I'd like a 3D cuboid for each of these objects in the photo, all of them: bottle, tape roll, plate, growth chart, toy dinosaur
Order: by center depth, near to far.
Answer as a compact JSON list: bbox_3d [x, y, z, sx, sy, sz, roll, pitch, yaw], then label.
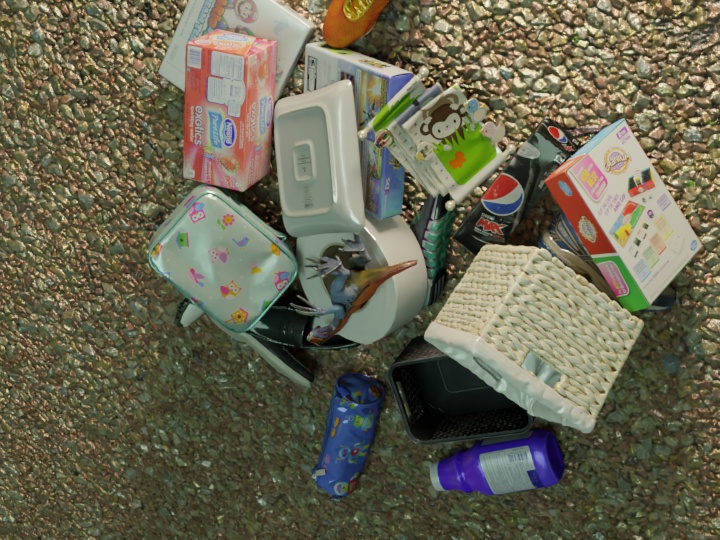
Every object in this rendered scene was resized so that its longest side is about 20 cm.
[{"bbox_3d":[0.107,-0.174,1.543,0.200,0.018,0.145,38,95,-30],"label":"growth chart"},{"bbox_3d":[-0.023,0.045,1.606,0.199,0.105,0.182,21,143,26],"label":"toy dinosaur"},{"bbox_3d":[-0.067,-0.148,1.609,0.199,0.032,0.202,-2,94,56],"label":"plate"},{"bbox_3d":[0.000,0.000,1.673,0.202,0.071,0.204,23,125,37],"label":"tape roll"},{"bbox_3d":[0.201,0.293,1.750,0.199,0.065,0.084,-16,104,29],"label":"bottle"}]

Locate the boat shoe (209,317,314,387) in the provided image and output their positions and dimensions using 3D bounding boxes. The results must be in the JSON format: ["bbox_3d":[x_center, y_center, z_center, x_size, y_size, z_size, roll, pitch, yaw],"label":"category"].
[{"bbox_3d":[-0.145,0.105,1.826,0.199,0.060,0.074,36,164,7],"label":"boat shoe"}]

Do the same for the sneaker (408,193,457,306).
[{"bbox_3d":[0.080,-0.047,1.657,0.087,0.074,0.202,18,118,21],"label":"sneaker"}]

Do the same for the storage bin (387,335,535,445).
[{"bbox_3d":[0.156,0.164,1.700,0.199,0.094,0.136,-11,107,28],"label":"storage bin"}]

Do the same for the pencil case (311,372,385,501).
[{"bbox_3d":[-0.023,0.258,1.824,0.078,0.086,0.201,42,127,42],"label":"pencil case"}]

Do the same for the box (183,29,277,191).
[{"bbox_3d":[-0.184,-0.227,1.656,0.102,0.095,0.202,14,117,18],"label":"box"}]

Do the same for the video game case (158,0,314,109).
[{"bbox_3d":[-0.182,-0.317,1.684,0.181,0.024,0.201,35,121,6],"label":"video game case"}]

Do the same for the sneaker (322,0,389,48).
[{"bbox_3d":[0.011,-0.372,1.543,0.073,0.077,0.200,47,121,3],"label":"sneaker"}]

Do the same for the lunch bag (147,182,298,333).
[{"bbox_3d":[-0.193,-0.019,1.688,0.200,0.077,0.161,40,93,-19],"label":"lunch bag"}]

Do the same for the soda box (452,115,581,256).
[{"bbox_3d":[0.208,-0.107,1.572,0.063,0.071,0.200,37,121,1],"label":"soda box"}]

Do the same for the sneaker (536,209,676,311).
[{"bbox_3d":[0.336,-0.018,1.554,0.199,0.077,0.086,30,116,9],"label":"sneaker"}]

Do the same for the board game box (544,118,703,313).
[{"bbox_3d":[0.337,-0.071,1.484,0.040,0.153,0.201,-25,100,52],"label":"board game box"}]

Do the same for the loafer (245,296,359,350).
[{"bbox_3d":[-0.091,0.082,1.754,0.199,0.070,0.069,8,102,0],"label":"loafer"}]

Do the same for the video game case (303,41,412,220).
[{"bbox_3d":[-0.009,-0.194,1.605,0.181,0.045,0.202,30,126,43],"label":"video game case"}]

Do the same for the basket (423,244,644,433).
[{"bbox_3d":[0.220,0.082,1.506,0.198,0.200,0.161,35,82,-13],"label":"basket"}]

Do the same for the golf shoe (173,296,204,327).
[{"bbox_3d":[-0.197,0.026,1.773,0.094,0.078,0.200,43,95,-11],"label":"golf shoe"}]
